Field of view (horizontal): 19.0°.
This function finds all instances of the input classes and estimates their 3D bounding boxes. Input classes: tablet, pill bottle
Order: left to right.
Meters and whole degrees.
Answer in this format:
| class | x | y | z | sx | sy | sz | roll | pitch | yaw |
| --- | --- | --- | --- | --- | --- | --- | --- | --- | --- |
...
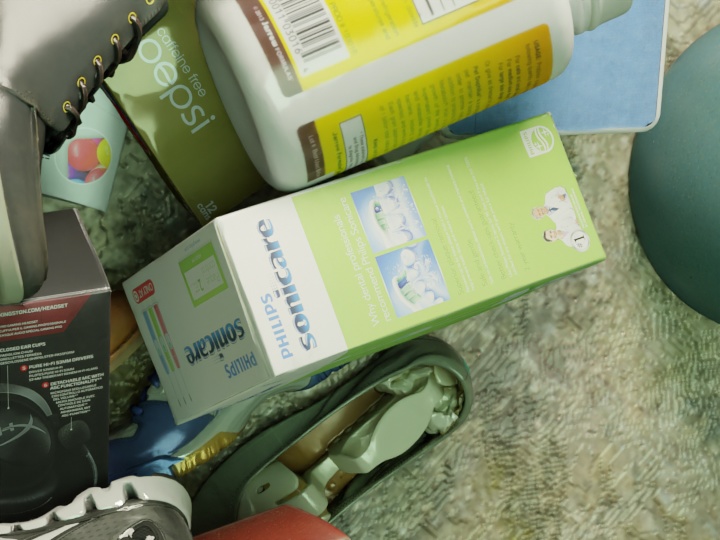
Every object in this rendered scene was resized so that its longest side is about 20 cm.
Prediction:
| class | x | y | z | sx | sy | sz | roll | pitch | yaw |
| --- | --- | --- | --- | --- | --- | --- | --- | --- | --- |
| pill bottle | 0.028 | -0.123 | 1.048 | 0.200 | 0.109 | 0.110 | -24 | 107 | -9 |
| tablet | 0.105 | -0.168 | 1.126 | 0.130 | 0.014 | 0.201 | -3 | 109 | -18 |

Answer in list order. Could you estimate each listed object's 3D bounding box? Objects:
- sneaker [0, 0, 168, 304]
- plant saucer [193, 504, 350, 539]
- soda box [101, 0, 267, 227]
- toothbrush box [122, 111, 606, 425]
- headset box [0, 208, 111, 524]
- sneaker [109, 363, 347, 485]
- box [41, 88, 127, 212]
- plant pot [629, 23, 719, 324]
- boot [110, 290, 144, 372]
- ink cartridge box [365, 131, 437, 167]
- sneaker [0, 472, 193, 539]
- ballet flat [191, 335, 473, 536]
| class | x | y | z | sx | sy | sz | roll | pitch | yaw |
| --- | --- | --- | --- | --- | --- | --- | --- | --- | --- |
| sneaker | -0.136 | -0.086 | 0.997 | 0.106 | 0.075 | 0.201 | -3 | 79 | -20 |
| plant saucer | -0.106 | 0.188 | 1.174 | 0.199 | 0.200 | 0.037 | -19 | 71 | -9 |
| soda box | -0.115 | -0.124 | 1.100 | 0.064 | 0.068 | 0.200 | -35 | 111 | -6 |
| toothbrush box | 0.000 | 0.000 | 1.106 | 0.200 | 0.146 | 0.086 | -21 | 87 | -26 |
| headset box | -0.202 | 0.062 | 1.057 | 0.148 | 0.077 | 0.200 | -9 | 126 | -18 |
| sneaker | -0.087 | 0.050 | 1.194 | 0.200 | 0.075 | 0.088 | -36 | 101 | -13 |
| box | -0.213 | -0.129 | 1.132 | 0.199 | 0.041 | 0.156 | 12 | 100 | -15 |
| plant pot | 0.269 | -0.044 | 1.219 | 0.199 | 0.135 | 0.201 | -3 | 104 | -13 |
| boot | -0.223 | 0.011 | 1.153 | 0.200 | 0.077 | 0.156 | -23 | 103 | 0 |
| ink cartridge box | 0.031 | -0.173 | 1.154 | 0.200 | 0.085 | 0.146 | -43 | 114 | 1 |
| sneaker | -0.167 | 0.164 | 1.039 | 0.199 | 0.091 | 0.067 | -18 | 129 | -11 |
| ballet flat | -0.020 | 0.110 | 1.221 | 0.200 | 0.064 | 0.067 | -39 | 108 | -2 |
